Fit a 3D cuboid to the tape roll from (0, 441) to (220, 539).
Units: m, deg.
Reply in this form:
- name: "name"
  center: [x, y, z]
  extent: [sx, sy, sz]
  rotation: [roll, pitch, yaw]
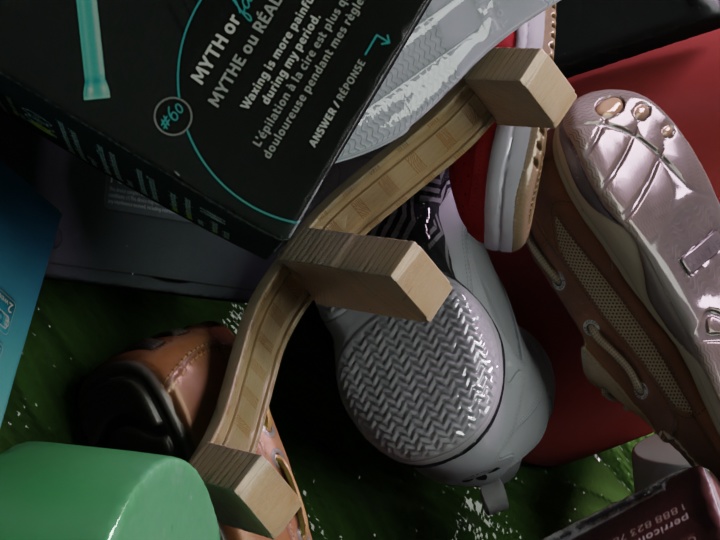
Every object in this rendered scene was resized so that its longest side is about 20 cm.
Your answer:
- name: "tape roll"
  center: [-0.084, 0.152, 0.681]
  extent: [0.200, 0.048, 0.201]
  rotation: [6, 90, -80]

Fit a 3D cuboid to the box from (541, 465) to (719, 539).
- name: "box"
  center: [0.118, 0.220, 0.891]
  extent: [0.200, 0.166, 0.164]
  rotation: [54, 13, -31]

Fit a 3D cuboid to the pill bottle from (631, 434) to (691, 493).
- name: "pill bottle"
  center: [0.171, 0.173, 1.051]
  extent: [0.112, 0.112, 0.201]
  rotation: [-20, 106, -57]

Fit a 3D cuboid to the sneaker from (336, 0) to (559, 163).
- name: "sneaker"
  center: [0.006, -0.093, 0.820]
  extent: [0.200, 0.071, 0.073]
  rotation: [-30, 115, -26]

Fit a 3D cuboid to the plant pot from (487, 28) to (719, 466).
- name: "plant pot"
  center: [0.138, -0.024, 1.042]
  extent: [0.200, 0.177, 0.201]
  rotation: [24, 59, -50]

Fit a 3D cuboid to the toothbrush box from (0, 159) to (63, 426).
- name: "toothbrush box"
  center: [-0.176, 0.033, 0.631]
  extent: [0.146, 0.085, 0.201]
  rotation: [44, 44, -41]

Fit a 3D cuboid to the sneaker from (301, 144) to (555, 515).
- name: "sneaker"
  center: [0.023, 0.003, 0.958]
  extent: [0.115, 0.075, 0.201]
  rotation: [53, 21, -57]

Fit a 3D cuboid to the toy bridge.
- name: "toy bridge"
  center: [0.000, 0.000, 0.808]
  extent: [0.027, 0.067, 0.200]
  rotation: [49, 65, -32]

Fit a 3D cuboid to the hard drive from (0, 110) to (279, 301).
- name: "hard drive"
  center: [-0.068, -0.094, 0.813]
  extent: [0.139, 0.033, 0.201]
  rotation: [9, 86, -55]

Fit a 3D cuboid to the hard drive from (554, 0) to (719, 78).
- name: "hard drive"
  center: [0.061, -0.177, 0.997]
  extent: [0.033, 0.139, 0.201]
  rotation: [17, 57, -73]

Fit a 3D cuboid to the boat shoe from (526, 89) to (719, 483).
- name: "boat shoe"
  center: [0.126, 0.026, 0.935]
  extent: [0.076, 0.072, 0.201]
  rotation: [-26, 87, -42]

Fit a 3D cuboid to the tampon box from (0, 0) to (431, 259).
- name: "tampon box"
  center: [-0.072, -0.117, 0.681]
  extent: [0.200, 0.126, 0.150]
  rotation: [32, 85, -2]

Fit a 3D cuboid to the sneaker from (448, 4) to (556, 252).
- name: "sneaker"
  center: [0.017, -0.099, 0.902]
  extent: [0.071, 0.112, 0.201]
  rotation: [98, -5, -60]

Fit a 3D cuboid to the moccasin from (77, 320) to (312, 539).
- name: "moccasin"
  center: [-0.036, 0.117, 0.832]
  extent: [0.078, 0.074, 0.202]
  rotation: [-20, 86, -47]
